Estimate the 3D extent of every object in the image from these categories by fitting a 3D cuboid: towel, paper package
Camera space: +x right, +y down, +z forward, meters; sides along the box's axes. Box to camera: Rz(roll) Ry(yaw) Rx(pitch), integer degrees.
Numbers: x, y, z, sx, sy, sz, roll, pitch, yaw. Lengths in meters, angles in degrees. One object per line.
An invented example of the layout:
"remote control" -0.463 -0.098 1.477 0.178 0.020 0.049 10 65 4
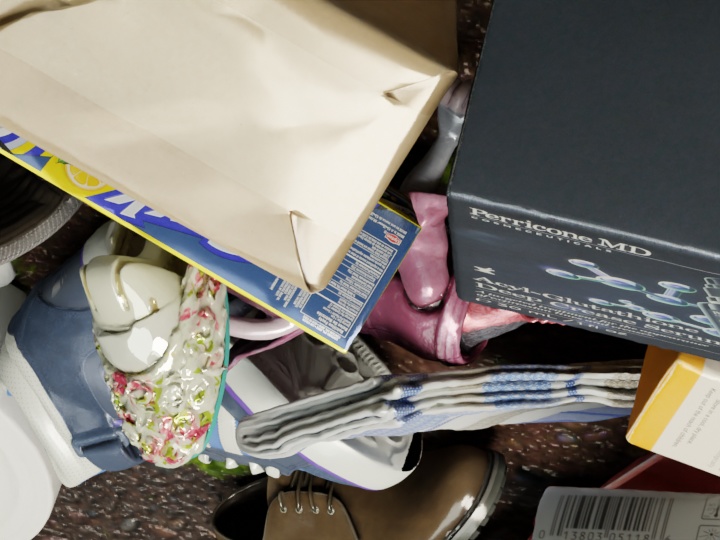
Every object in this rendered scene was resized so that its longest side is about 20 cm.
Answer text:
"towel" 0.057 0.063 1.300 0.199 0.024 0.147 -2 171 -32
"paper package" -0.064 -0.112 1.067 0.190 0.200 0.104 27 115 -12

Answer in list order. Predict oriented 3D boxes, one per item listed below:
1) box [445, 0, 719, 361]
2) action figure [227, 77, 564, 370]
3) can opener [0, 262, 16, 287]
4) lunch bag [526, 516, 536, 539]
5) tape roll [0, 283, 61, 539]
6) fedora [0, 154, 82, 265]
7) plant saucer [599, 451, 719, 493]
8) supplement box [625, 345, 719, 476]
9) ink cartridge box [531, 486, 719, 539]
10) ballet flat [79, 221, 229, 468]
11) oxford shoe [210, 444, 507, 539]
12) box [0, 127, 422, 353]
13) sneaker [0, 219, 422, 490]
"box" 0.116 -0.040 1.068 0.147 0.108 0.200 13 169 6
"action figure" 0.000 0.000 1.244 0.199 0.149 0.134 19 153 33
"can opener" -0.218 -0.044 1.343 0.053 0.067 0.201 2 141 19
"lunch bag" 0.175 0.199 1.424 0.199 0.082 0.176 30 176 -20
"tape roll" -0.246 0.068 1.499 0.201 0.071 0.203 12 143 9
"fedora" -0.195 -0.090 1.220 0.200 0.177 0.090 31 -177 -46
"plant saucer" 0.243 0.110 1.371 0.199 0.037 0.200 29 145 -14
"supplement box" 0.227 0.042 1.219 0.199 0.127 0.074 21 144 -3
"ink cartridge box" 0.184 0.168 1.274 0.161 0.050 0.200 -1 146 29
"ballet flat" -0.090 -0.017 1.223 0.075 0.202 0.064 0 172 41
"oxford shoe" -0.007 0.125 1.473 0.084 0.073 0.199 40 138 -25
"box" -0.076 -0.047 1.155 0.199 0.070 0.065 31 98 -8
"sneaker" -0.084 0.070 1.407 0.199 0.081 0.146 35 129 -11
